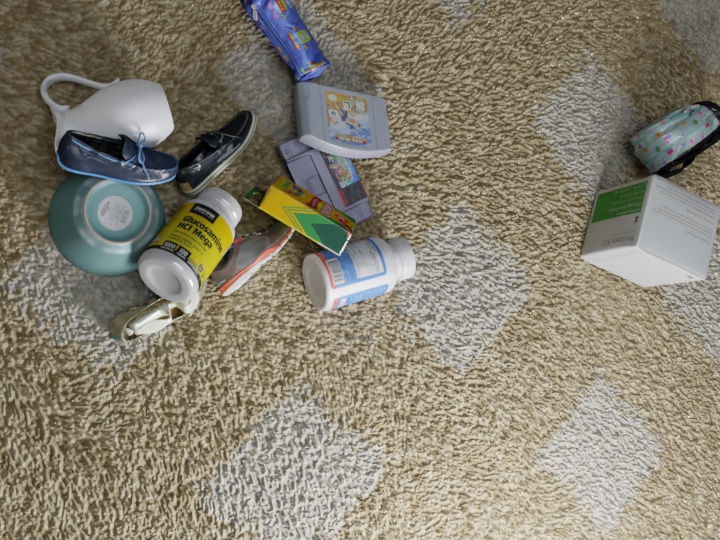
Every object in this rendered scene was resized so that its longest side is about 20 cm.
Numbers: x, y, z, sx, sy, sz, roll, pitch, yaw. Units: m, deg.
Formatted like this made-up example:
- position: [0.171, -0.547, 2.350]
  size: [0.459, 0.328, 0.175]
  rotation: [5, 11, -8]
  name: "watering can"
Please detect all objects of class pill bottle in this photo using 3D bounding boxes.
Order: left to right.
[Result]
- position: [-0.289, -0.050, 1.576]
  size: [0.112, 0.112, 0.200]
  rotation: [42, 49, -15]
  name: "pill bottle"
- position: [0.000, 0.000, 1.724]
  size: [0.199, 0.112, 0.113]
  rotation: [-15, 91, -25]
  name: "pill bottle"

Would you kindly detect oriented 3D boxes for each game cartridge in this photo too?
- position: [-0.066, -0.172, 1.755]
  size: [0.129, 0.038, 0.201]
  rotation: [-27, 96, -20]
  name: "game cartridge"
- position: [-0.031, -0.285, 1.755]
  size: [0.199, 0.042, 0.134]
  rotation: [5, 65, -31]
  name: "game cartridge"

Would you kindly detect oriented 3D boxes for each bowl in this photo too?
- position: [-0.420, -0.094, 1.545]
  size: [0.200, 0.105, 0.202]
  rotation: [3, 83, -25]
  name: "bowl"

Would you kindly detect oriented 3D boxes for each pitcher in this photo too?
- position: [-0.436, -0.277, 1.558]
  size: [0.199, 0.121, 0.172]
  rotation: [-17, 79, -14]
  name: "pitcher"

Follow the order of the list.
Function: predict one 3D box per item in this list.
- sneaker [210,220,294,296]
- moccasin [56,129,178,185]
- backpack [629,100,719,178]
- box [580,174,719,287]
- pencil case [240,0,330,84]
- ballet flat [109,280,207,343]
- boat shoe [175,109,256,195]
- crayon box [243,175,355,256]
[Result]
- position: [-0.200, -0.045, 1.659]
  size: [0.082, 0.077, 0.200]
  rotation: [47, 68, -6]
  name: "sneaker"
- position: [-0.391, -0.187, 1.489]
  size: [0.199, 0.068, 0.081]
  rotation: [1, 41, -33]
  name: "moccasin"
- position: [0.716, -0.298, 2.072]
  size: [0.200, 0.167, 0.127]
  rotation: [-31, 78, -21]
  name: "backpack"
- position: [0.626, -0.080, 1.971]
  size: [0.199, 0.199, 0.172]
  rotation: [21, 77, -20]
  name: "box"
- position: [-0.142, -0.449, 1.721]
  size: [0.200, 0.078, 0.087]
  rotation: [55, 42, -10]
  name: "pencil case"
- position: [-0.338, 0.071, 1.580]
  size: [0.200, 0.075, 0.068]
  rotation: [-31, 121, -25]
  name: "ballet flat"
- position: [-0.263, -0.224, 1.643]
  size: [0.200, 0.074, 0.062]
  rotation: [-49, 130, -16]
  name: "boat shoe"
- position: [-0.107, -0.110, 1.653]
  size: [0.199, 0.127, 0.051]
  rotation: [30, 104, -5]
  name: "crayon box"
